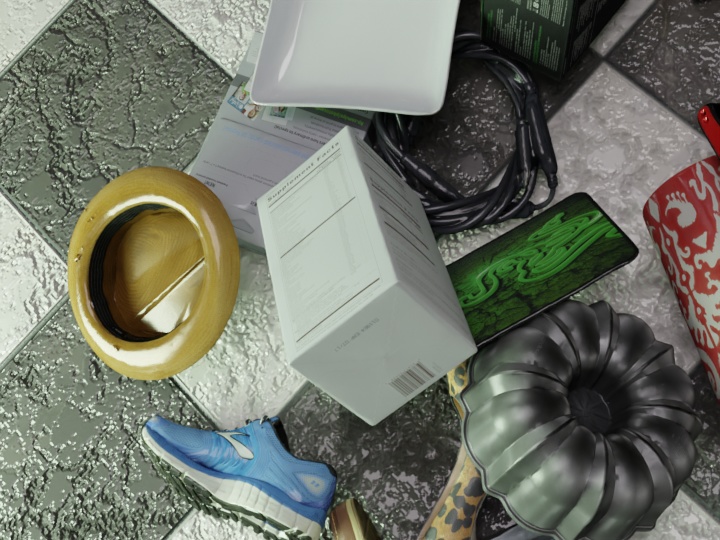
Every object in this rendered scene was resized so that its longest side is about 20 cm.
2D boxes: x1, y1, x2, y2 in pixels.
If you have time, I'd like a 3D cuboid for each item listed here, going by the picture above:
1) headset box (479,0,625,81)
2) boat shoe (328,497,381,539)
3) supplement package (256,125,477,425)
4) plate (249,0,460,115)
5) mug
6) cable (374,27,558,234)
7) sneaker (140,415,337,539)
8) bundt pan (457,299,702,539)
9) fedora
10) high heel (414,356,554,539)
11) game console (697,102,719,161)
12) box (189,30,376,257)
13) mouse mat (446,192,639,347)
[{"bbox_3d":[0.198,-0.305,0.948,0.092,0.175,0.201,31,65,20],"label":"headset box"},{"bbox_3d":[0.003,0.290,0.885,0.066,0.072,0.203,-20,68,8],"label":"boat shoe"},{"bbox_3d":[0.000,0.000,0.886,0.113,0.109,0.202,-36,40,18],"label":"supplement package"},{"bbox_3d":[0.005,-0.240,1.015,0.196,0.032,0.204,7,78,23],"label":"plate"},{"bbox_3d":[0.330,0.019,0.885,0.133,0.175,0.203,-41,58,38],"label":"mug"},{"bbox_3d":[0.092,-0.133,1.007,0.160,0.051,0.204,-15,76,8],"label":"cable"},{"bbox_3d":[-0.106,0.171,0.957,0.197,0.079,0.090,20,57,22],"label":"sneaker"},{"bbox_3d":[0.181,0.109,0.855,0.198,0.076,0.205,6,61,-11],"label":"bundt pan"},{"bbox_3d":[-0.179,0.002,1.000,0.197,0.081,0.205,1,93,27],"label":"fedora"},{"bbox_3d":[0.065,0.160,0.910,0.140,0.071,0.203,-23,76,1],"label":"high heel"},{"bbox_3d":[0.373,-0.060,0.862,0.197,0.031,0.179,-3,55,-33],"label":"game console"},{"bbox_3d":[-0.073,-0.116,1.047,0.154,0.041,0.203,20,78,18],"label":"box"},{"bbox_3d":[0.126,0.005,0.918,0.198,0.161,0.008,-29,113,5],"label":"mouse mat"}]
